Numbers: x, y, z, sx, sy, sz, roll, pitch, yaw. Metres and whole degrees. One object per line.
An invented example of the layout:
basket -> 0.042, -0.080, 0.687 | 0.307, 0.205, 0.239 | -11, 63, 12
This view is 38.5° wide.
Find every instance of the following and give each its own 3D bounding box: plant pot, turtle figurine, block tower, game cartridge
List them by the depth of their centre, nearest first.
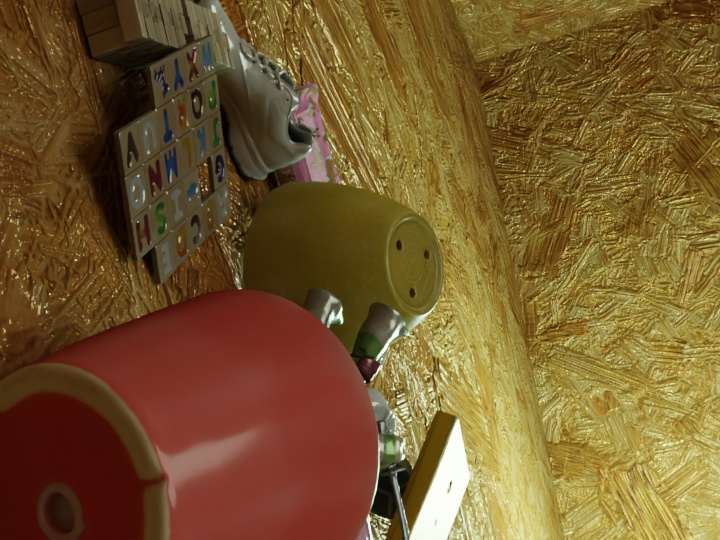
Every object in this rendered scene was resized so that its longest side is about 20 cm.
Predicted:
plant pot -> -0.113, 0.114, 0.586 | 0.177, 0.198, 0.203 | -6, 81, -64
turtle figurine -> -0.031, 0.130, 0.881 | 0.200, 0.143, 0.195 | 40, 60, -25
block tower -> -0.174, -0.205, 0.894 | 0.200, 0.057, 0.055 | -13, 88, -77
plant pot -> 0.000, 0.000, 1.039 | 0.199, 0.141, 0.203 | 13, 74, -52
game cartridge -> 0.072, 0.287, 1.181 | 0.201, 0.032, 0.177 | -62, 156, -27

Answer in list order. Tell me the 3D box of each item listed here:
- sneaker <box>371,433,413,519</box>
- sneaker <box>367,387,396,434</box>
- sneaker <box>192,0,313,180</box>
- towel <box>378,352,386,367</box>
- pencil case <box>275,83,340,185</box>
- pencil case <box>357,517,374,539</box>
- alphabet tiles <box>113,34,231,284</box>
sneaker -> 0.019, 0.200, 1.192 | 0.081, 0.070, 0.202 | -83, 153, -61
sneaker -> -0.028, 0.140, 1.007 | 0.100, 0.077, 0.200 | 64, -22, 15
sneaker -> -0.111, -0.192, 1.049 | 0.075, 0.086, 0.201 | -80, 150, -54
towel -> -0.008, 0.020, 1.332 | 0.133, 0.034, 0.202 | -71, 143, -67
pencil case -> -0.061, -0.110, 1.170 | 0.082, 0.086, 0.203 | -18, 94, -37
pencil case -> -0.007, 0.288, 0.973 | 0.088, 0.086, 0.202 | -71, 145, -64
alphabet tiles -> -0.151, -0.092, 0.852 | 0.200, 0.007, 0.169 | -60, 150, -64
